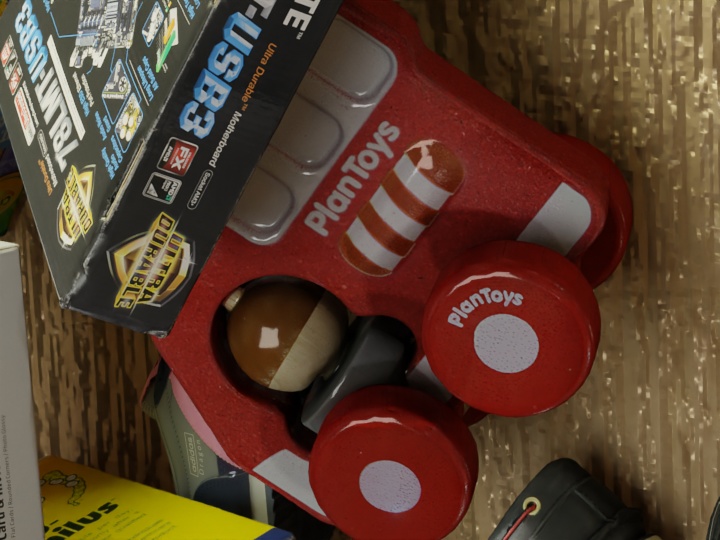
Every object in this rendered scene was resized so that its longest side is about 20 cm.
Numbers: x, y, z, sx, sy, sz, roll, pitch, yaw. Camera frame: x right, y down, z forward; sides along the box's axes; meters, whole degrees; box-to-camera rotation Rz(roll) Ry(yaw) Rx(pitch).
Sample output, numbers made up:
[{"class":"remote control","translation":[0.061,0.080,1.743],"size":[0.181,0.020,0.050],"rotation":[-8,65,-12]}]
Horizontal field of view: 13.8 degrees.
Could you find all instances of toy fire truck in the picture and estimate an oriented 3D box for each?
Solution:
[{"class":"toy fire truck","translation":[0.000,0.000,1.145],"size":[0.168,0.112,0.200],"rotation":[35,122,-7]}]

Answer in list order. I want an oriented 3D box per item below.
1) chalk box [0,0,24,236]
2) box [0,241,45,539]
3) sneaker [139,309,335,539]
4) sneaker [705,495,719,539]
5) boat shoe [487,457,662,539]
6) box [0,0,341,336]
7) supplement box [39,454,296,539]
[{"class":"chalk box","translation":[-0.215,-0.078,1.292],"size":[0.125,0.124,0.201],"rotation":[39,121,19]},{"class":"box","translation":[-0.180,0.083,1.181],"size":[0.156,0.041,0.201],"rotation":[11,107,52]},{"class":"sneaker","translation":[-0.062,0.032,1.256],"size":[0.082,0.070,0.201],"rotation":[4,104,31]},{"class":"sneaker","translation":[0.132,0.175,1.166],"size":[0.086,0.080,0.201],"rotation":[18,108,40]},{"class":"boat shoe","translation":[0.047,0.160,1.220],"size":[0.063,0.074,0.202],"rotation":[46,120,17]},{"class":"box","translation":[-0.067,-0.111,1.096],"size":[0.199,0.049,0.200],"rotation":[-62,26,22]},{"class":"supplement box","translation":[-0.106,0.164,1.250],"size":[0.200,0.109,0.109],"rotation":[11,125,53]}]
